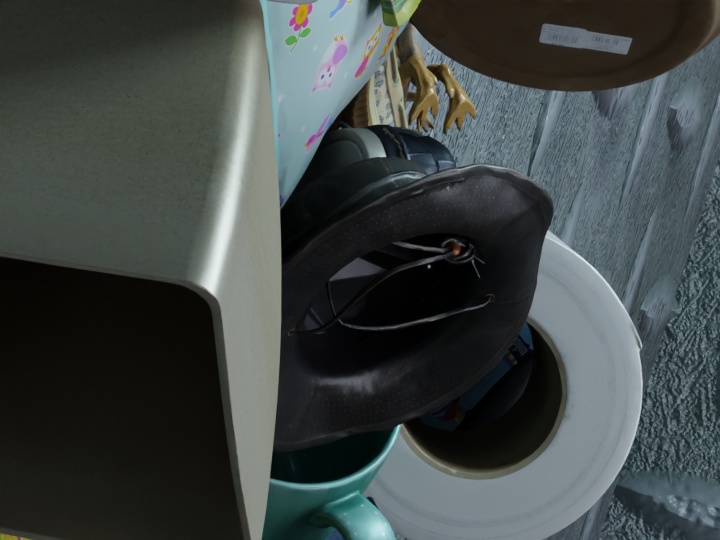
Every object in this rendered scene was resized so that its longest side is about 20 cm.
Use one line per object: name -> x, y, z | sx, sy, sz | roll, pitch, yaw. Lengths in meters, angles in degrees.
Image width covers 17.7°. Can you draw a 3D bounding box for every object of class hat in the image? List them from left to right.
hat -> 0.000, 0.000, 1.170 | 0.200, 0.081, 0.201 | -24, 146, -17

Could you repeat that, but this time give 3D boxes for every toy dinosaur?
toy dinosaur -> 0.024, -0.142, 1.509 | 0.060, 0.106, 0.201 | -22, 139, -32

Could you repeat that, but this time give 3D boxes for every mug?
mug -> -0.065, 0.099, 1.269 | 0.115, 0.151, 0.186 | 123, -26, -45

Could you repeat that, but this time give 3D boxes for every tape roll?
tape roll -> 0.066, 0.062, 1.438 | 0.139, 0.202, 0.204 | -108, -146, -82

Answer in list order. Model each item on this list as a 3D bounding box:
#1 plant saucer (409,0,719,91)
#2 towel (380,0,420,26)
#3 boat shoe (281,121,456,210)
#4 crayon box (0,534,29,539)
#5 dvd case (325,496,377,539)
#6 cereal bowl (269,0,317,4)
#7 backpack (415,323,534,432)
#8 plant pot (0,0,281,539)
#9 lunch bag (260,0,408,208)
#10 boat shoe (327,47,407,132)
plant saucer -> 0.107, -0.153, 1.235 | 0.200, 0.199, 0.030 | 79, 17, -60
towel -> 0.019, -0.224, 1.111 | 0.086, 0.018, 0.201 | -66, 155, -55
boat shoe -> -0.014, -0.048, 1.297 | 0.200, 0.062, 0.075 | -20, -105, 62
crayon box -> -0.206, 0.176, 1.093 | 0.127, 0.051, 0.200 | 86, 28, -54
dvd case -> -0.069, 0.201, 1.297 | 0.018, 0.199, 0.143 | 64, -1, -18
cereal bowl -> -0.051, -0.166, 0.970 | 0.200, 0.199, 0.084 | -23, 132, -69
backpack -> 0.042, 0.044, 1.569 | 0.200, 0.182, 0.135 | -55, -174, 1
plant pot -> -0.122, -0.016, 0.940 | 0.200, 0.199, 0.178 | 87, 16, -51
lunch bag -> -0.052, -0.127, 1.158 | 0.200, 0.121, 0.171 | 82, 29, -46
boat shoe -> -0.013, -0.115, 1.360 | 0.063, 0.073, 0.201 | -64, 151, -46
